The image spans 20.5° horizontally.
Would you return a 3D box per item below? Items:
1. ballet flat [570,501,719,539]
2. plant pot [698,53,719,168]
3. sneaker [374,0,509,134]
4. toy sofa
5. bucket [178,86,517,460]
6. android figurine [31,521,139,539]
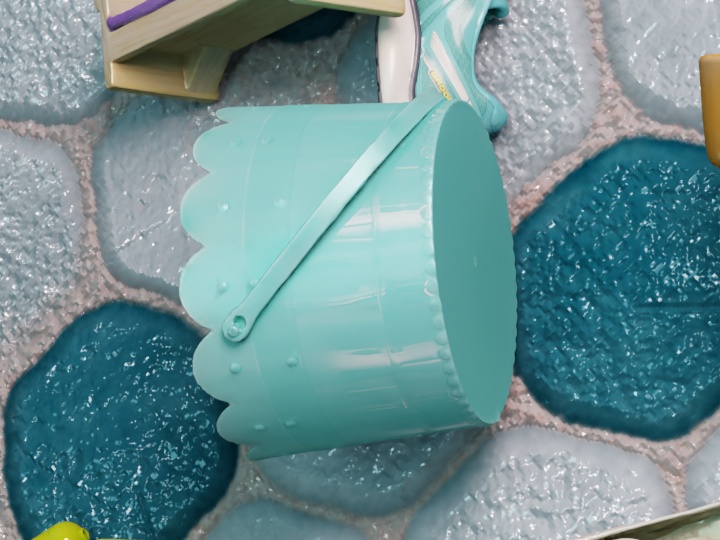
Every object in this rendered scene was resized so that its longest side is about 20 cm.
[{"bbox_3d":[0.185,0.148,1.034,0.200,0.069,0.069,-16,74,22],"label":"ballet flat"},{"bbox_3d":[0.270,-0.020,0.967,0.200,0.200,0.183,-2,96,25],"label":"plant pot"},{"bbox_3d":[0.048,-0.169,1.163,0.080,0.078,0.200,-4,83,5],"label":"sneaker"},{"bbox_3d":[-0.069,-0.171,1.158,0.200,0.083,0.098,-17,76,49],"label":"toy sofa"},{"bbox_3d":[0.000,0.000,1.076,0.135,0.207,0.207,-6,78,17],"label":"bucket"},{"bbox_3d":[-0.163,0.239,1.194,0.200,0.041,0.182,-35,68,16],"label":"android figurine"}]
